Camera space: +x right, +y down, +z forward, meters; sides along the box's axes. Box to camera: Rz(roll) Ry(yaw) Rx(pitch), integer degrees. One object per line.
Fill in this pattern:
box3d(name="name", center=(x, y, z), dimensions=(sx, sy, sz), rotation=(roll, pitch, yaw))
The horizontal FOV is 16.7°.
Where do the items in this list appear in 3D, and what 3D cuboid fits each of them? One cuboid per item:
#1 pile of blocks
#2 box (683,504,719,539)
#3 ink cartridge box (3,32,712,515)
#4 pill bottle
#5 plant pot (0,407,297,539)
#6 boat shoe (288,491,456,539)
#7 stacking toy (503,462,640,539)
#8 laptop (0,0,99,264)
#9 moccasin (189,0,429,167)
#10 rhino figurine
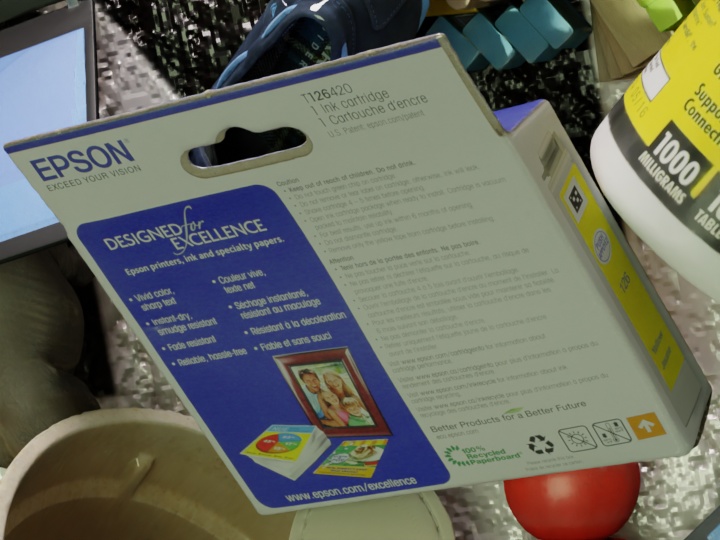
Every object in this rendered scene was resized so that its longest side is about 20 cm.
box3d(name="pile of blocks", center=(0.072, -0.109, 0.940), dimensions=(0.200, 0.062, 0.082), rotation=(-8, 94, 26))
box3d(name="box", center=(0.189, 0.134, 0.860), dimensions=(0.161, 0.049, 0.200), rotation=(49, 114, 14))
box3d(name="ink cartridge box", center=(0.000, 0.000, 0.909), dimensions=(0.198, 0.047, 0.200), rotation=(-11, 124, 33))
box3d(name="pill bottle", center=(0.182, -0.083, 0.865), dimensions=(0.112, 0.112, 0.200), rotation=(43, 112, 13))
box3d(name="plant pot", center=(-0.109, 0.189, 1.010), dimensions=(0.200, 0.200, 0.183), rotation=(51, 125, 10))
box3d(name="boat shoe", center=(0.021, 0.155, 0.959), dimensions=(0.072, 0.200, 0.060), rotation=(-24, 130, 2))
box3d(name="stacking toy", center=(0.091, 0.155, 0.967), dimensions=(0.085, 0.085, 0.200), rotation=(-2, 91, 25))
box3d(name="laptop", center=(-0.208, -0.096, 0.987), dimensions=(0.177, 0.103, 0.200), rotation=(-18, 108, 16))
box3d(name="moccasin", center=(-0.044, -0.053, 0.969), dimensions=(0.080, 0.068, 0.200), rotation=(35, 132, 11))
box3d(name="rhino figurine", center=(-0.151, -0.005, 1.042), dimensions=(0.060, 0.087, 0.200), rotation=(-21, 79, 22))
